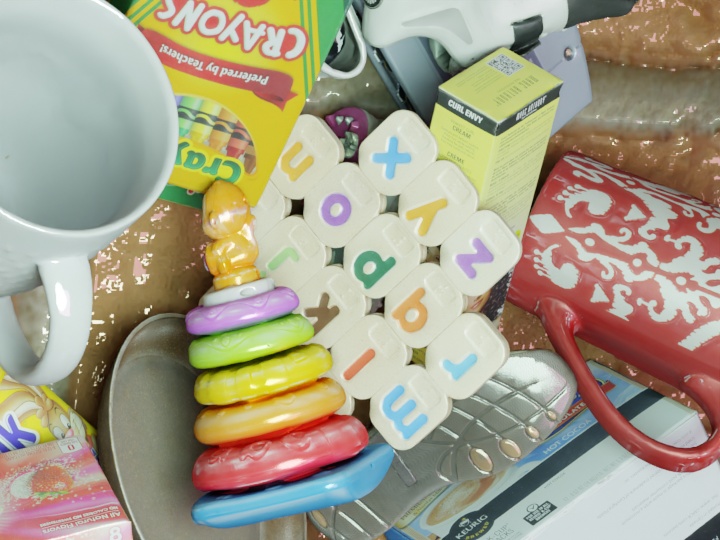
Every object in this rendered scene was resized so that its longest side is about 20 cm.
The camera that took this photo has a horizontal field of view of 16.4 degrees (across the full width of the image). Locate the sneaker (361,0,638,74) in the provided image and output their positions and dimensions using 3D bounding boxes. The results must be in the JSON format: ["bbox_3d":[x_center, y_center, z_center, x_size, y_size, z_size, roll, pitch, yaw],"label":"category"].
[{"bbox_3d":[0.082,-0.166,1.565,0.199,0.074,0.089,3,121,-32],"label":"sneaker"}]

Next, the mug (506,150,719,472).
[{"bbox_3d":[0.196,0.019,1.616,0.178,0.199,0.134,-50,161,-53],"label":"mug"}]

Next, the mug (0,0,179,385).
[{"bbox_3d":[-0.195,-0.035,1.384,0.147,0.175,0.201,-10,77,-33],"label":"mug"}]

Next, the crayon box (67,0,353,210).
[{"bbox_3d":[-0.095,-0.119,1.476,0.126,0.051,0.201,14,117,-24],"label":"crayon box"}]

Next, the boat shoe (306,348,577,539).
[{"bbox_3d":[0.051,0.103,1.619,0.199,0.072,0.076,-28,99,18],"label":"boat shoe"}]

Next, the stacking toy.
[{"bbox_3d":[-0.063,0.045,1.485,0.109,0.116,0.202,-13,93,19],"label":"stacking toy"}]

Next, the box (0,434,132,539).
[{"bbox_3d":[-0.231,0.177,1.397,0.199,0.103,0.095,-13,120,-18],"label":"box"}]

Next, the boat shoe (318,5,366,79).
[{"bbox_3d":[-0.059,-0.195,1.508,0.072,0.066,0.201,-38,120,-15],"label":"boat shoe"}]

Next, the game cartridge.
[{"bbox_3d":[0.068,-0.160,1.611,0.133,0.041,0.201,-38,120,-11],"label":"game cartridge"}]

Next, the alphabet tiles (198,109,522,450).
[{"bbox_3d":[-0.002,0.006,1.534,0.196,0.200,0.015,-44,169,19],"label":"alphabet tiles"}]

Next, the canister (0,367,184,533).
[{"bbox_3d":[-0.217,0.136,1.503,0.149,0.086,0.200,-50,124,-7],"label":"canister"}]

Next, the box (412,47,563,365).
[{"bbox_3d":[0.068,-0.035,1.565,0.075,0.050,0.201,-35,146,-43],"label":"box"}]

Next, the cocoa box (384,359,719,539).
[{"bbox_3d":[0.139,0.180,1.694,0.199,0.131,0.134,-35,119,-17],"label":"cocoa box"}]

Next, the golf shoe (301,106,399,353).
[{"bbox_3d":[0.000,0.000,1.598,0.091,0.075,0.202,9,101,-36],"label":"golf shoe"}]

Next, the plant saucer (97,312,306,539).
[{"bbox_3d":[-0.102,0.126,1.538,0.200,0.032,0.201,41,38,-43],"label":"plant saucer"}]
